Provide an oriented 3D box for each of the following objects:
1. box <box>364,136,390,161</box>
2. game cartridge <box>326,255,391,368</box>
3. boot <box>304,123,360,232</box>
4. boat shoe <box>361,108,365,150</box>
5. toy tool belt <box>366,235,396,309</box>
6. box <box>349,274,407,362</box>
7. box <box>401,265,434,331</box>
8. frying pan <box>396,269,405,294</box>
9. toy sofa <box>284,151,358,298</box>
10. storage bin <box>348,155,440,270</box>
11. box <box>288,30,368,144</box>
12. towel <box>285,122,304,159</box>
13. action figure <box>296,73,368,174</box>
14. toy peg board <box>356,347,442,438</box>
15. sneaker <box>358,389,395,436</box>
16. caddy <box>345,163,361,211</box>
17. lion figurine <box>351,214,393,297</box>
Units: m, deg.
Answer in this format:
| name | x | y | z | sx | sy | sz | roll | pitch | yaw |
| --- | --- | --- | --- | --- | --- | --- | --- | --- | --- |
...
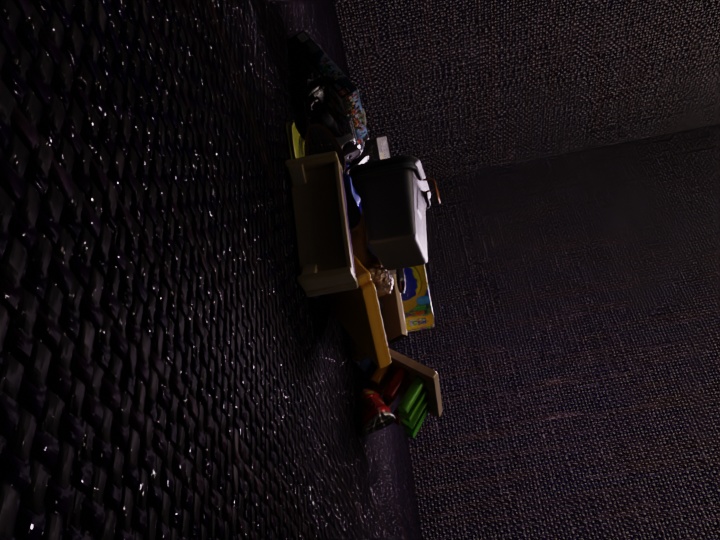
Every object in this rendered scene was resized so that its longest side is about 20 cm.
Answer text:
| name | x | y | z | sx | sy | sz | roll | pitch | yaw |
| --- | --- | --- | --- | --- | --- | --- | --- | --- | --- |
| box | 0.012 | -0.233 | 1.765 | 0.048 | 0.156 | 0.204 | -23 | 107 | -49 |
| game cartridge | -0.016 | 0.039 | 1.121 | 0.200 | 0.032 | 0.179 | 44 | -28 | 51 |
| boot | -0.062 | -0.144 | 1.173 | 0.097 | 0.073 | 0.203 | 129 | -53 | -64 |
| boat shoe | -0.036 | -0.258 | 1.467 | 0.201 | 0.065 | 0.075 | 109 | -22 | -46 |
| toy tool belt | 0.000 | 0.000 | 1.384 | 0.125 | 0.122 | 0.202 | 47 | -65 | 46 |
| box | 0.027 | 0.072 | 1.445 | 0.021 | 0.163 | 0.203 | 15 | 56 | -37 |
| box | 0.063 | 0.037 | 1.593 | 0.122 | 0.189 | 0.203 | 69 | 11 | -68 |
| frying pan | 0.080 | -0.032 | 1.315 | 0.114 | 0.031 | 0.193 | 5 | 58 | -42 |
| toy sofa | -0.055 | -0.065 | 1.017 | 0.098 | 0.081 | 0.204 | 66 | 15 | -69 |
| storage bin | 0.071 | -0.091 | 1.191 | 0.200 | 0.143 | 0.137 | 52 | 30 | -69 |
| box | -0.061 | -0.348 | 1.313 | 0.201 | 0.037 | 0.137 | 53 | -11 | 29 |
| towel | -0.096 | -0.188 | 1.173 | 0.200 | 0.018 | 0.088 | 34 | 46 | -83 |
| action figure | -0.065 | -0.273 | 1.256 | 0.201 | 0.069 | 0.130 | 55 | -7 | 21 |
| toy peg board | 0.069 | 0.267 | 1.507 | 0.098 | 0.197 | 0.201 | -53 | 152 | -26 |
| sneaker | 0.022 | 0.289 | 1.409 | 0.200 | 0.076 | 0.086 | 94 | -29 | -78 |
| caddy | -0.034 | -0.174 | 1.358 | 0.201 | 0.103 | 0.143 | -93 | 173 | -56 |
| lion figurine | -0.012 | -0.044 | 1.264 | 0.072 | 0.120 | 0.204 | -58 | 138 | -83 |
